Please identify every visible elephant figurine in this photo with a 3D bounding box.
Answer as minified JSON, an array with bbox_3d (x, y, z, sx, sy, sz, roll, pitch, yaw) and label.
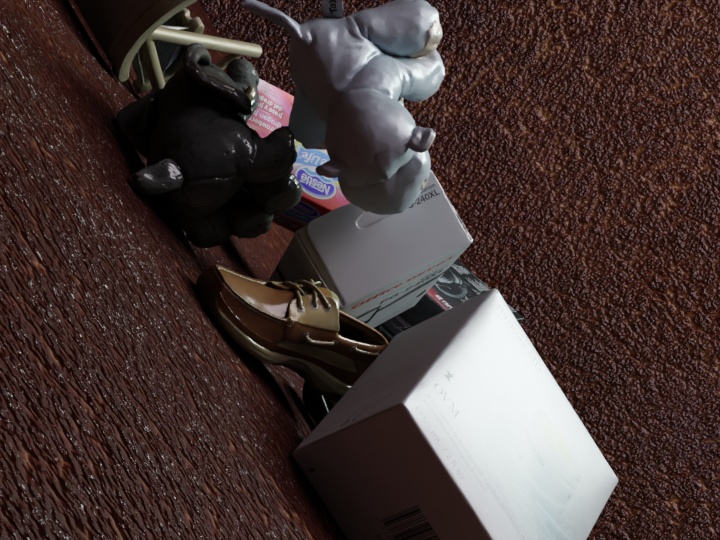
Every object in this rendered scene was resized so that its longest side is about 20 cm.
[{"bbox_3d":[-0.140,-0.129,1.432,0.155,0.141,0.201,80,-12,-58],"label":"elephant figurine"}]

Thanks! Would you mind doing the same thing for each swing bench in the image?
[{"bbox_3d":[-0.228,-0.288,1.670,0.199,0.129,0.200,59,9,18],"label":"swing bench"}]

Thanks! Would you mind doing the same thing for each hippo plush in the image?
[{"bbox_3d":[0.018,-0.143,1.389,0.200,0.159,0.161,71,-7,-53],"label":"hippo plush"}]

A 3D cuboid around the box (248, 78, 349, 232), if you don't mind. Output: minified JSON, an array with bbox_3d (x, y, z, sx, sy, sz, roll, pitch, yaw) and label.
[{"bbox_3d":[-0.062,-0.102,1.649,0.199,0.096,0.100,26,-22,-27],"label":"box"}]

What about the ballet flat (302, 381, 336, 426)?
[{"bbox_3d":[0.014,0.161,1.439,0.200,0.068,0.068,51,-28,18],"label":"ballet flat"}]

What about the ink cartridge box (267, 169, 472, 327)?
[{"bbox_3d":[0.000,0.000,1.519,0.084,0.145,0.200,60,-21,9],"label":"ink cartridge box"}]

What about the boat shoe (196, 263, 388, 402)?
[{"bbox_3d":[-0.052,0.039,1.362,0.200,0.074,0.076,34,17,-45],"label":"boat shoe"}]

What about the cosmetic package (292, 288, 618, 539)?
[{"bbox_3d":[0.083,0.157,1.314,0.200,0.123,0.200,56,34,-9],"label":"cosmetic package"}]

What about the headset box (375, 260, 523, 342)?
[{"bbox_3d":[0.067,0.036,1.756,0.149,0.077,0.200,41,19,19],"label":"headset box"}]
